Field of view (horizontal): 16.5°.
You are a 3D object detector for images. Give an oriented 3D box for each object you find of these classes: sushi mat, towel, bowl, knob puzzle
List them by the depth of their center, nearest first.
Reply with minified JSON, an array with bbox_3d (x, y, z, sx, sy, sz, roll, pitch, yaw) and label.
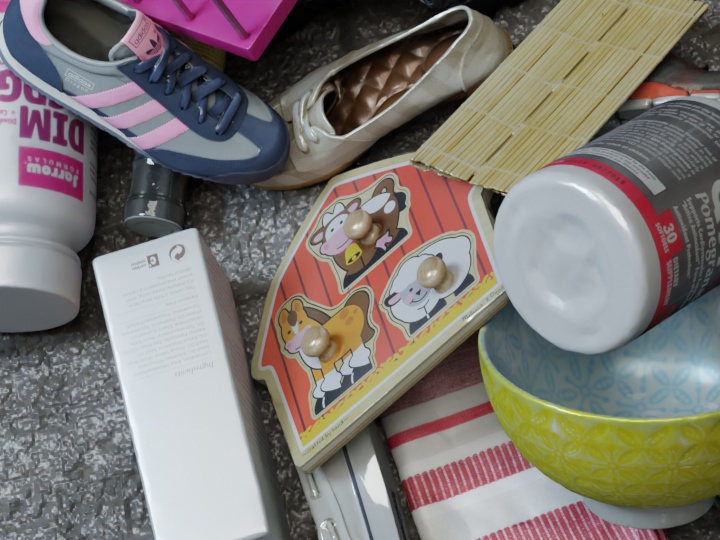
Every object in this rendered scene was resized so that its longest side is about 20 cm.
[{"bbox_3d":[0.167,0.085,1.448,0.198,0.200,0.108,2,115,9],"label":"bowl"},{"bbox_3d":[0.098,0.124,1.526,0.143,0.023,0.201,-20,69,2],"label":"towel"},{"bbox_3d":[0.000,0.000,1.526,0.219,0.030,0.221,-30,41,30],"label":"knob puzzle"},{"bbox_3d":[0.123,-0.114,1.533,0.095,0.012,0.200,22,55,33],"label":"sushi mat"}]

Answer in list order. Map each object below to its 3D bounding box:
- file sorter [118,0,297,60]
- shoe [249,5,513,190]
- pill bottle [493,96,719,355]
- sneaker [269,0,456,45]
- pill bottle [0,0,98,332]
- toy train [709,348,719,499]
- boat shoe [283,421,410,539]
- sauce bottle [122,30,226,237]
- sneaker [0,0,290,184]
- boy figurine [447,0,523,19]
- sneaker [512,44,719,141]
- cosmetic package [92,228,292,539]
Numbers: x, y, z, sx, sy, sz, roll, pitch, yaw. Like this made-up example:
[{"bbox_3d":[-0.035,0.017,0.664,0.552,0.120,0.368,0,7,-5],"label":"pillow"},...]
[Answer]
[{"bbox_3d":[-0.125,-0.244,1.535,0.199,0.126,0.139,22,71,35],"label":"file sorter"},{"bbox_3d":[0.000,-0.114,1.588,0.199,0.053,0.070,-26,67,15],"label":"shoe"},{"bbox_3d":[0.177,-0.036,1.447,0.111,0.111,0.199,43,45,19],"label":"pill bottle"},{"bbox_3d":[0.005,-0.190,1.582,0.200,0.073,0.112,-47,64,28],"label":"sneaker"},{"bbox_3d":[-0.225,-0.070,1.593,0.112,0.113,0.202,-4,71,7],"label":"pill bottle"},{"bbox_3d":[0.241,0.049,1.522,0.056,0.042,0.202,-3,70,19],"label":"toy train"},{"bbox_3d":[-0.003,0.177,1.497,0.065,0.072,0.201,-18,68,7],"label":"boat shoe"},{"bbox_3d":[-0.122,-0.122,1.621,0.064,0.065,0.202,3,70,10],"label":"sauce bottle"},{"bbox_3d":[-0.128,-0.119,1.536,0.199,0.082,0.071,24,62,-9],"label":"sneaker"},{"bbox_3d":[0.045,-0.256,1.644,0.124,0.064,0.201,-31,73,0],"label":"boy figurine"},{"bbox_3d":[0.179,-0.123,1.573,0.198,0.077,0.083,-1,64,8],"label":"sneaker"},{"bbox_3d":[-0.101,0.089,1.526,0.071,0.102,0.201,-17,69,4],"label":"cosmetic package"}]
